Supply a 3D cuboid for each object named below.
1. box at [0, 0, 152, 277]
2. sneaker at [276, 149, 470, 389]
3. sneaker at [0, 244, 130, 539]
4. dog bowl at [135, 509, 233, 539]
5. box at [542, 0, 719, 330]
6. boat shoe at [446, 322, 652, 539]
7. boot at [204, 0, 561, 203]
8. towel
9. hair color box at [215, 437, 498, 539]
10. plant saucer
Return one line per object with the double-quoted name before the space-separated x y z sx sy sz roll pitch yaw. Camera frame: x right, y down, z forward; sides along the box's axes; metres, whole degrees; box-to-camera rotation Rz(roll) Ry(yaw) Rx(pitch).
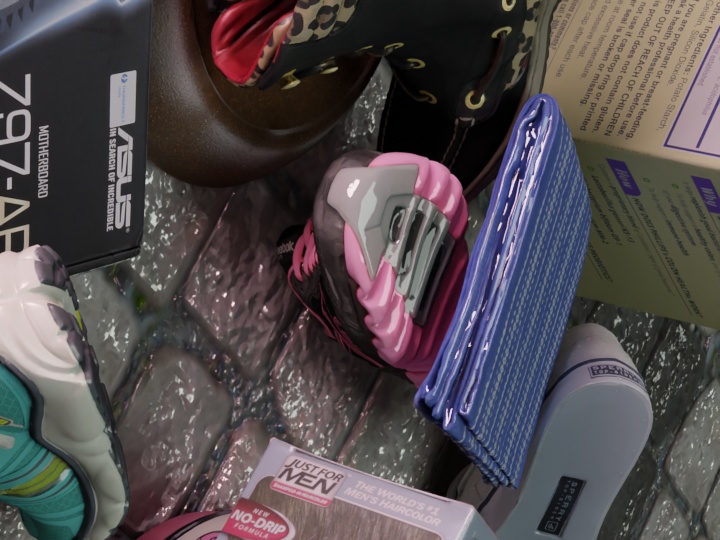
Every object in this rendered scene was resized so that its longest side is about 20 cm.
"box" -0.137 -0.089 0.731 0.160 0.043 0.201 -17 116 -52
"sneaker" 0.000 0.000 0.918 0.079 0.095 0.200 -63 159 -14
"sneaker" -0.128 0.048 0.757 0.200 0.079 0.078 87 -14 -66
"dog bowl" -0.060 0.192 0.929 0.200 0.074 0.201 -25 122 -49
"box" 0.179 -0.050 1.079 0.097 0.199 0.176 -62 144 -19
"boat shoe" 0.080 0.109 1.105 0.086 0.074 0.202 -100 -152 -56
"boot" 0.008 -0.096 0.858 0.150 0.073 0.200 -13 144 -36
"towel" 0.068 0.016 0.951 0.200 0.024 0.145 53 54 -73
"hair color box" 0.028 0.152 0.887 0.061 0.099 0.200 -60 144 -21
"plant saucer" -0.034 -0.129 0.884 0.200 0.032 0.201 -29 126 -49
